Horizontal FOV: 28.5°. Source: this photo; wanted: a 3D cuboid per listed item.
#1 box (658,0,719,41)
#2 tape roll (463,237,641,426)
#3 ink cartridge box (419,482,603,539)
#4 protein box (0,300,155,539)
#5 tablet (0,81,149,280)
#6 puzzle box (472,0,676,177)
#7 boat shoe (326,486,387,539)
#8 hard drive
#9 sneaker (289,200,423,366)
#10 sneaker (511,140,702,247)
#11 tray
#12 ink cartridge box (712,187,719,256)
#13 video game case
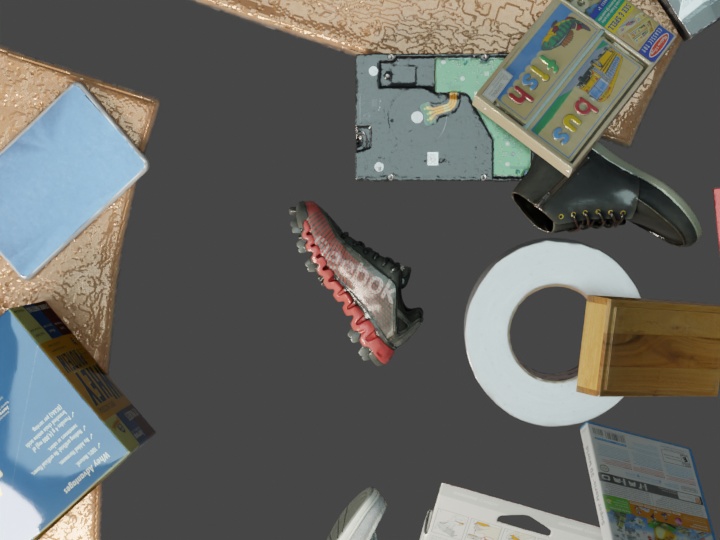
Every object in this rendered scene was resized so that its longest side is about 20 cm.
[{"bbox_3d":[0.363,-0.375,1.522,0.157,0.050,0.201,-33,91,5],"label":"box"},{"bbox_3d":[0.212,0.066,1.547,0.197,0.066,0.203,0,94,4],"label":"tape roll"},{"bbox_3d":[0.164,0.300,1.528,0.197,0.044,0.175,15,128,3],"label":"ink cartridge box"},{"bbox_3d":[-0.372,0.176,1.555,0.198,0.135,0.200,-41,90,4],"label":"protein box"},{"bbox_3d":[-0.349,-0.100,1.601,0.200,0.014,0.130,-42,90,6],"label":"tablet"},{"bbox_3d":[0.229,-0.213,1.511,0.133,0.025,0.201,37,75,8],"label":"puzzle box"},{"bbox_3d":[-0.016,0.336,1.574,0.064,0.074,0.204,25,98,-4],"label":"boat shoe"},{"bbox_3d":[0.093,-0.168,1.557,0.197,0.038,0.142,0,93,5],"label":"hard drive"},{"bbox_3d":[0.000,0.000,1.555,0.097,0.071,0.202,-33,92,5],"label":"sneaker"},{"bbox_3d":[0.261,-0.061,1.518,0.199,0.075,0.107,34,74,6],"label":"sneaker"},{"bbox_3d":[0.311,0.081,1.492,0.198,0.037,0.100,4,94,-39],"label":"tray"},{"bbox_3d":[0.483,-0.002,1.536,0.174,0.045,0.203,-7,92,3],"label":"ink cartridge box"},{"bbox_3d":[0.308,0.258,1.480,0.142,0.202,0.018,16,134,-22],"label":"video game case"}]
